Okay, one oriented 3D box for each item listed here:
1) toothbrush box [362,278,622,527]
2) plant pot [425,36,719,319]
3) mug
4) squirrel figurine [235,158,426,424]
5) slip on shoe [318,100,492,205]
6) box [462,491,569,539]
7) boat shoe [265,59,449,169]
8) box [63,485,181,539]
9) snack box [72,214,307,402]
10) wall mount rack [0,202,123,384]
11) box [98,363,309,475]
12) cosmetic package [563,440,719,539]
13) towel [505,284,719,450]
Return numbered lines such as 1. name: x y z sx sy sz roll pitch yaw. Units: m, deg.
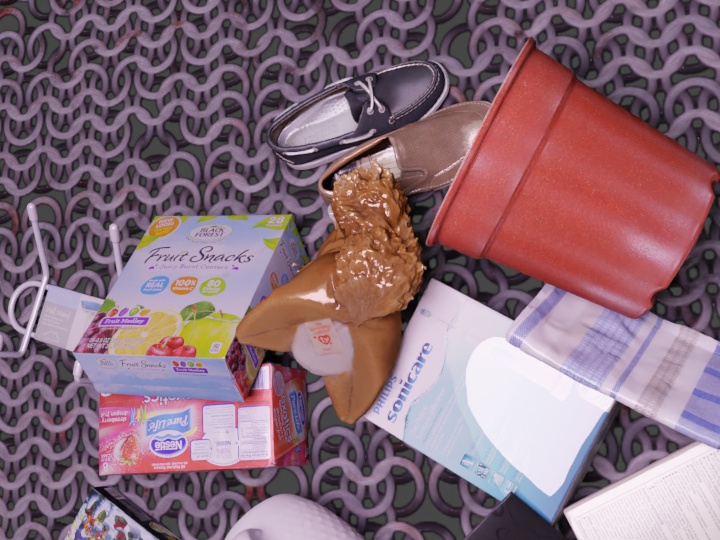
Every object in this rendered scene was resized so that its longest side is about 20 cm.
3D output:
1. toothbrush box: 0.125 0.119 0.884 0.199 0.085 0.147 27 92 21
2. plant pot: 0.188 -0.068 0.833 0.194 0.201 0.202 27 91 5
3. mug: -0.053 0.290 0.861 0.148 0.200 0.175 -43 59 -4
4. squirrel figurine: 0.000 0.000 0.896 0.141 0.187 0.200 32 125 -6
5. slip on shoe: 0.048 -0.115 0.963 0.198 0.061 0.077 -19 75 16
6. box: 0.141 0.307 0.756 0.200 0.148 0.125 38 119 21
7. boat shoe: -0.004 -0.163 0.989 0.199 0.060 0.076 -28 73 14
8. box: -0.234 0.338 1.002 0.199 0.040 0.138 29 93 21
9. snack box: -0.164 0.031 0.958 0.167 0.068 0.201 0 42 20
10. wall mount rack: -0.325 0.027 1.067 0.198 0.075 0.175 14 86 21
11. box: -0.159 0.154 0.975 0.198 0.095 0.101 -7 78 18
12. cosmetic package: 0.287 0.204 0.818 0.199 0.073 0.104 -30 73 13
13. towel: 0.236 0.069 0.829 0.199 0.147 0.024 28 124 20
